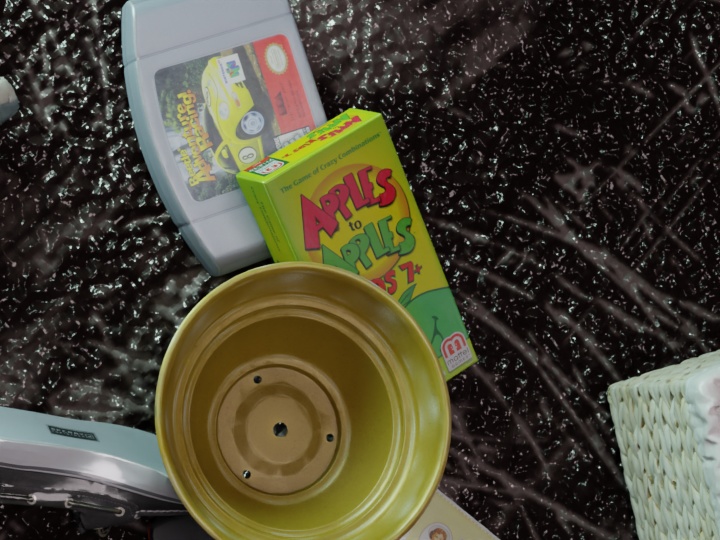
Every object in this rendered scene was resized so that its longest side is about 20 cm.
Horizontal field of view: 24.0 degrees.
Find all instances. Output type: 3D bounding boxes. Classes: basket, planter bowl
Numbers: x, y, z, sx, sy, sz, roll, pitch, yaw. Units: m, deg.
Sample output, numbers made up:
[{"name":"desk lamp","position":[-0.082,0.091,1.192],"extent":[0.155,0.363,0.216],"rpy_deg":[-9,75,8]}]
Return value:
[{"name":"basket","position":[0.313,0.150,1.282],"extent":[0.196,0.161,0.202],"rpy_deg":[-15,93,-23]},{"name":"planter bowl","position":[-0.045,0.101,1.128],"extent":[0.198,0.083,0.203],"rpy_deg":[4,77,-16]}]

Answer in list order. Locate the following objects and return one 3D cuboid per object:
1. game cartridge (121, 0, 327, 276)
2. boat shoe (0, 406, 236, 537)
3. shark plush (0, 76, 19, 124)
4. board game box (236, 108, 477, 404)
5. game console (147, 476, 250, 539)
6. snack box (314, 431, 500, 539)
[{"name":"game cartridge","position":[-0.091,-0.105,1.195],"extent":[0.132,0.041,0.202],"rpy_deg":[-20,95,-19]},{"name":"boat shoe","position":[-0.182,0.143,1.127],"extent":[0.198,0.070,0.067],"rpy_deg":[14,105,-29]},{"name":"shark plush","position":[-0.312,-0.075,1.085],"extent":[0.200,0.090,0.084],"rpy_deg":[-48,135,-23]},{"name":"board game box","position":[0.000,0.000,1.194],"extent":[0.101,0.048,0.201],"rpy_deg":[-31,113,-20]},{"name":"game console","position":[-0.036,0.225,1.199],"extent":[0.198,0.031,0.179],"rpy_deg":[-20,95,-23]},{"name":"snack box","position":[0.041,0.219,1.198],"extent":[0.200,0.037,0.117],"rpy_deg":[40,71,-13]}]
